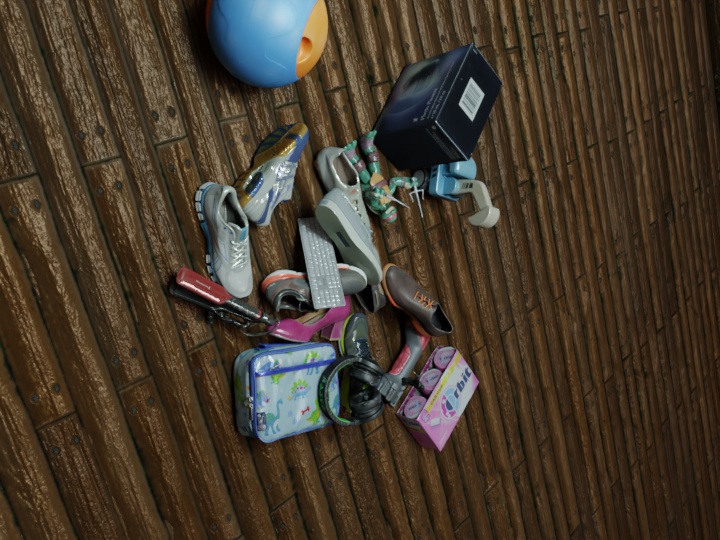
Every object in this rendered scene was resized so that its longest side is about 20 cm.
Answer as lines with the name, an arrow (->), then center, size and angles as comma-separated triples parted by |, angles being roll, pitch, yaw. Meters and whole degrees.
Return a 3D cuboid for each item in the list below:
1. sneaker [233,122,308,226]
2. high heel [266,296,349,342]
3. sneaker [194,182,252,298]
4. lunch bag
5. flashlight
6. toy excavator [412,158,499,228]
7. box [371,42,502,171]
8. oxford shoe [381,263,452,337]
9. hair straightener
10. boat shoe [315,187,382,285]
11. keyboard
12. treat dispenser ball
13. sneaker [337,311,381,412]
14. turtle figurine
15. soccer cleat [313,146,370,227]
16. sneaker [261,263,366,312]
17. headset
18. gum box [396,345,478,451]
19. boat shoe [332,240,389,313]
sneaker -> -0.149, -0.170, 1.198 | 0.202, 0.074, 0.088 | -55, 136, -19
high heel -> -0.091, 0.079, 1.241 | 0.198, 0.067, 0.098 | 6, 95, -46
sneaker -> -0.214, -0.047, 1.122 | 0.074, 0.086, 0.204 | -28, 110, -39
lunch bag -> -0.130, 0.209, 1.209 | 0.197, 0.082, 0.165 | -1, 89, -43
flashlight -> 0.088, 0.181, 1.418 | 0.201, 0.067, 0.068 | -54, 128, -22
toy excavator -> 0.208, -0.187, 1.423 | 0.099, 0.198, 0.199 | 11, 83, -40
box -> 0.149, -0.324, 1.369 | 0.123, 0.196, 0.203 | 39, 66, -32
oxford shoe -> 0.117, 0.058, 1.351 | 0.200, 0.072, 0.072 | 46, 62, -29
hair straightener -> -0.226, 0.060, 1.127 | 0.197, 0.077, 0.042 | 25, 50, -25
boat shoe -> -0.008, -0.063, 1.238 | 0.202, 0.069, 0.072 | 56, 50, -29
keyboard -> -0.072, -0.018, 1.214 | 0.055, 0.011, 0.203 | -2, 53, -17
treat dispenser ball -> -0.150, -0.401, 1.095 | 0.198, 0.199, 0.206 | -1, 92, -41
sneaker -> 0.006, 0.183, 1.328 | 0.073, 0.080, 0.205 | -7, 95, -41
turtle figurine -> 0.040, -0.168, 1.338 | 0.202, 0.100, 0.150 | 59, 32, -7
soccer cleat -> -0.025, -0.141, 1.296 | 0.069, 0.077, 0.203 | -41, 117, -33
sneaker -> -0.076, 0.046, 1.215 | 0.196, 0.083, 0.078 | -6, 137, -18
headset -> 0.019, 0.218, 1.238 | 0.197, 0.093, 0.126 | -3, 96, -36
gum box -> 0.176, 0.276, 1.491 | 0.201, 0.065, 0.114 | -54, 125, -28
boat shoe -> 0.000, 0.000, 1.317 | 0.201, 0.074, 0.074 | 57, 45, -26
